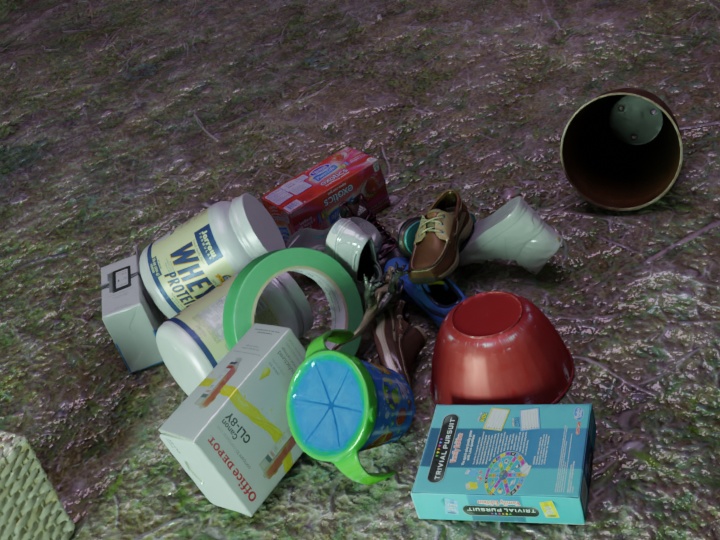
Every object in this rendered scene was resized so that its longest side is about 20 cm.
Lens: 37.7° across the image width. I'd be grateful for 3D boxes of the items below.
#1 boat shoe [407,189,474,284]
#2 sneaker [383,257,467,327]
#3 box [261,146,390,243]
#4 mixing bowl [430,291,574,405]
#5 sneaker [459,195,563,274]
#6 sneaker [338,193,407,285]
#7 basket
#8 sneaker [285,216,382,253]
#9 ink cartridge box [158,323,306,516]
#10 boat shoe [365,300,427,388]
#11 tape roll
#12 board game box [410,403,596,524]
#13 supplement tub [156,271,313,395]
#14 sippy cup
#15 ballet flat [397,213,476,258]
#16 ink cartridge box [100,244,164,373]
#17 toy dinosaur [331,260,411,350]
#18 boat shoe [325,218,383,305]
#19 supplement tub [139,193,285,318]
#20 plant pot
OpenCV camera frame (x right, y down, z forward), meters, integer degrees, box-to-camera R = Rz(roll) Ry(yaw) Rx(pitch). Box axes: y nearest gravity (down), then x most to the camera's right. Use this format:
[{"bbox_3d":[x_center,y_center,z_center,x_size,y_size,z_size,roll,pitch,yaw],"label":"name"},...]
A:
[{"bbox_3d":[0.110,-0.053,1.551,0.075,0.074,0.200,-6,29,23],"label":"boat shoe"},{"bbox_3d":[0.098,0.020,1.556,0.066,0.079,0.200,-34,44,-14],"label":"sneaker"},{"bbox_3d":[-0.059,-0.123,1.847,0.199,0.096,0.099,-33,36,-23],"label":"box"},{"bbox_3d":[0.178,0.099,1.401,0.198,0.109,0.201,-12,33,8],"label":"mixing bowl"},{"bbox_3d":[0.219,-0.027,1.599,0.200,0.115,0.074,-33,22,56],"label":"sneaker"},{"bbox_3d":[0.014,-0.057,1.697,0.075,0.116,0.200,-31,35,-19],"label":"sneaker"},{"bbox_3d":[-0.498,0.320,1.315,0.160,0.199,0.200,5,39,28],"label":"basket"},{"bbox_3d":[-0.032,-0.032,1.681,0.199,0.080,0.071,-6,49,45],"label":"sneaker"},{"bbox_3d":[-0.138,0.190,1.356,0.083,0.146,0.200,4,45,47],"label":"ink cartridge box"},{"bbox_3d":[0.057,0.099,1.487,0.074,0.075,0.203,-16,32,0],"label":"boat shoe"},{"bbox_3d":[-0.093,0.069,1.485,0.200,0.202,0.048,-34,12,-24],"label":"tape roll"},{"bbox_3d":[0.175,0.229,1.266,0.198,0.047,0.151,-3,36,22],"label":"board game box"},{"bbox_3d":[-0.182,0.091,1.547,0.199,0.146,0.145,-36,37,-26],"label":"supplement tub"},{"bbox_3d":[-0.003,0.171,1.340,0.139,0.180,0.130,12,2,39],"label":"sippy cup"},{"bbox_3d":[0.105,-0.056,1.667,0.068,0.069,0.199,4,11,40],"label":"ballet flat"},{"bbox_3d":[-0.368,0.058,1.710,0.067,0.117,0.200,-20,32,-2],"label":"ink cartridge box"},{"bbox_3d":[0.025,0.036,1.479,0.047,0.089,0.200,30,38,12],"label":"toy dinosaur"},{"bbox_3d":[0.000,0.000,1.564,0.068,0.201,0.072,29,58,24],"label":"boat shoe"},{"bbox_3d":[-0.233,-0.019,1.678,0.199,0.145,0.145,-30,30,14],"label":"supplement tub"},{"bbox_3d":[0.432,-0.218,1.705,0.185,0.189,0.200,-2,21,23],"label":"plant pot"}]
